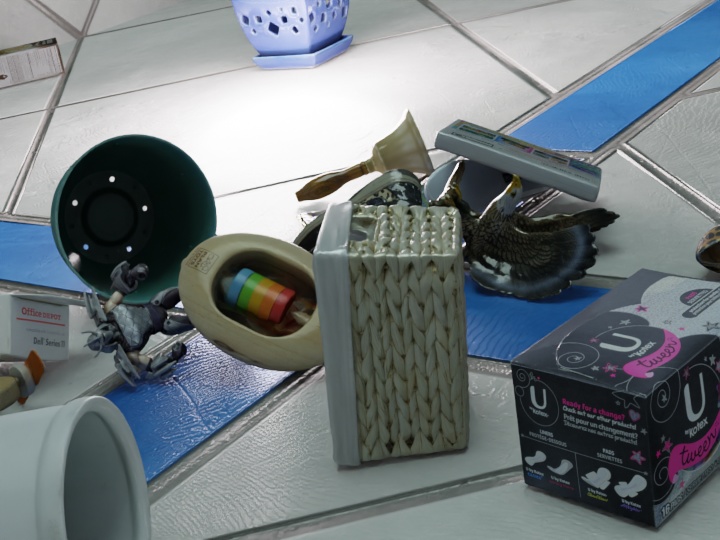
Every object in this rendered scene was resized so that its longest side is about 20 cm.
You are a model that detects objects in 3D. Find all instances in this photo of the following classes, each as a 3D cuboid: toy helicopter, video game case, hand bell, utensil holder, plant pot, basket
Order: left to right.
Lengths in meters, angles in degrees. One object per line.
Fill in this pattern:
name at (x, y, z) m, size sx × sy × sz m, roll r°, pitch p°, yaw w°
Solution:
toy helicopter at (-0.391, 0.122, 1.261) m, size 0.131 × 0.080 × 0.200 m, roll -23°, pitch 12°, yaw -14°
utensil holder at (-0.276, 0.192, 0.897) m, size 0.197 × 0.173 × 0.170 m, roll -9°, pitch 21°, yaw 8°
plant pot at (-0.297, -0.065, 1.527) m, size 0.198 × 0.204 × 0.160 m, roll -20°, pitch 10°, yaw -22°
plant pot at (-0.138, -0.543, 2.645) m, size 0.197 × 0.183 × 0.200 m, roll 3°, pitch 26°, yaw 32°
hand bell at (-0.002, -0.145, 1.748) m, size 0.197 × 0.105 × 0.104 m, roll -24°, pitch 22°, yaw 0°
basket at (0.032, 0.050, 1.064) m, size 0.121 × 0.203 × 0.136 m, roll -3°, pitch 22°, yaw 6°
video game case at (0.195, -0.136, 1.472) m, size 0.197 × 0.024 × 0.182 m, roll 20°, pitch 15°, yaw 8°

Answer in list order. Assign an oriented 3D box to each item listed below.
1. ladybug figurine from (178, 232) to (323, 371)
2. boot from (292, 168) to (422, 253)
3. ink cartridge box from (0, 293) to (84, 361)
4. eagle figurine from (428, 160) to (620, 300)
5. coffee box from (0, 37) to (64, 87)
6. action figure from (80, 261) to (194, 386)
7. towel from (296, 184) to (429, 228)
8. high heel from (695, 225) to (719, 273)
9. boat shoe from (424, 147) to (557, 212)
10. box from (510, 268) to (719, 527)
ladybug figurine at (-0.100, 0.036, 1.262) m, size 0.198 × 0.072 × 0.137 m, roll 28°, pitch 69°, yaw 17°
boot at (0.000, -0.001, 1.354) m, size 0.203 × 0.073 × 0.155 m, roll -38°, pitch 45°, yaw 22°
ink cartridge box at (-0.402, 0.066, 1.346) m, size 0.197 × 0.069 × 0.117 m, roll -3°, pitch -8°, yaw 20°
eagle figurine at (0.173, -0.041, 1.364) m, size 0.198 × 0.151 × 0.153 m, roll 25°, pitch 75°, yaw 9°
coffee box at (-0.854, -0.521, 3.071) m, size 0.197 × 0.081 × 0.114 m, roll -16°, pitch 22°, yaw -12°
action figure at (-0.212, 0.046, 1.308) m, size 0.198 × 0.132 × 0.069 m, roll -21°, pitch -4°, yaw -36°
towel at (0.017, -0.069, 1.605) m, size 0.197 × 0.023 × 0.144 m, roll -13°, pitch 21°, yaw -4°
high heel at (0.443, -0.032, 1.225) m, size 0.141 × 0.073 × 0.199 m, roll -18°, pitch 5°, yaw -34°
boat shoe at (0.170, -0.106, 1.574) m, size 0.197 × 0.075 × 0.065 m, roll -8°, pitch -18°, yaw -17°
box at (0.232, 0.092, 0.973) m, size 0.131 × 0.116 × 0.199 m, roll 11°, pitch 30°, yaw 44°
